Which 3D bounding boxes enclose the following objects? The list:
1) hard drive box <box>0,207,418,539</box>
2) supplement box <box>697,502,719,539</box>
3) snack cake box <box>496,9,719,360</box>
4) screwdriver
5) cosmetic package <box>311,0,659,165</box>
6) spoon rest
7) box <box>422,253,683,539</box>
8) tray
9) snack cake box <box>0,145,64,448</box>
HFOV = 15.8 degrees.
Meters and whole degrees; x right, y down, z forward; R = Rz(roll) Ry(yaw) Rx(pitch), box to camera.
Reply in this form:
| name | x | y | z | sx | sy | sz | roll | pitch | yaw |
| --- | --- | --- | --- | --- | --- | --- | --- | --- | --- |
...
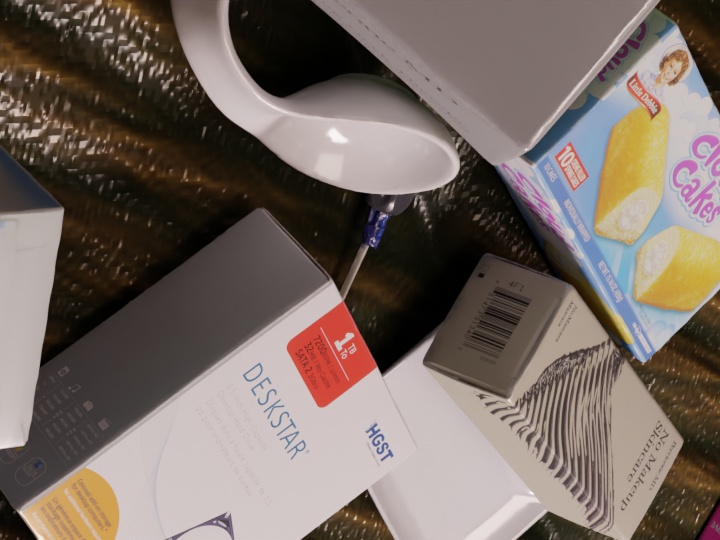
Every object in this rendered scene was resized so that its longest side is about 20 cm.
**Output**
| name | x | y | z | sx | sy | sz | roll | pitch | yaw |
| --- | --- | --- | --- | --- | --- | --- | --- | --- | --- |
| hard drive box | -0.088 | 0.089 | 1.382 | 0.200 | 0.077 | 0.156 | -37 | 137 | -9 |
| supplement box | 0.322 | 0.160 | 1.769 | 0.103 | 0.101 | 0.201 | 15 | 107 | -45 |
| snack cake box | 0.152 | -0.055 | 1.490 | 0.115 | 0.067 | 0.200 | -43 | 137 | -7 |
| screwdriver | 0.000 | 0.000 | 1.443 | 0.029 | 0.028 | 0.201 | 14 | 113 | -14 |
| cosmetic package | 0.061 | -0.166 | 1.211 | 0.167 | 0.167 | 0.200 | -49 | -179 | 0 |
| spoon rest | -0.027 | -0.085 | 1.320 | 0.200 | 0.099 | 0.061 | 39 | 56 | -42 |
| box | 0.116 | 0.078 | 1.534 | 0.082 | 0.068 | 0.200 | -59 | 142 | -13 |
| tray | 0.049 | 0.110 | 1.562 | 0.107 | 0.022 | 0.200 | -39 | 136 | -12 |
| snack cake box | -0.209 | -0.020 | 1.120 | 0.067 | 0.200 | 0.116 | -7 | 122 | -36 |
